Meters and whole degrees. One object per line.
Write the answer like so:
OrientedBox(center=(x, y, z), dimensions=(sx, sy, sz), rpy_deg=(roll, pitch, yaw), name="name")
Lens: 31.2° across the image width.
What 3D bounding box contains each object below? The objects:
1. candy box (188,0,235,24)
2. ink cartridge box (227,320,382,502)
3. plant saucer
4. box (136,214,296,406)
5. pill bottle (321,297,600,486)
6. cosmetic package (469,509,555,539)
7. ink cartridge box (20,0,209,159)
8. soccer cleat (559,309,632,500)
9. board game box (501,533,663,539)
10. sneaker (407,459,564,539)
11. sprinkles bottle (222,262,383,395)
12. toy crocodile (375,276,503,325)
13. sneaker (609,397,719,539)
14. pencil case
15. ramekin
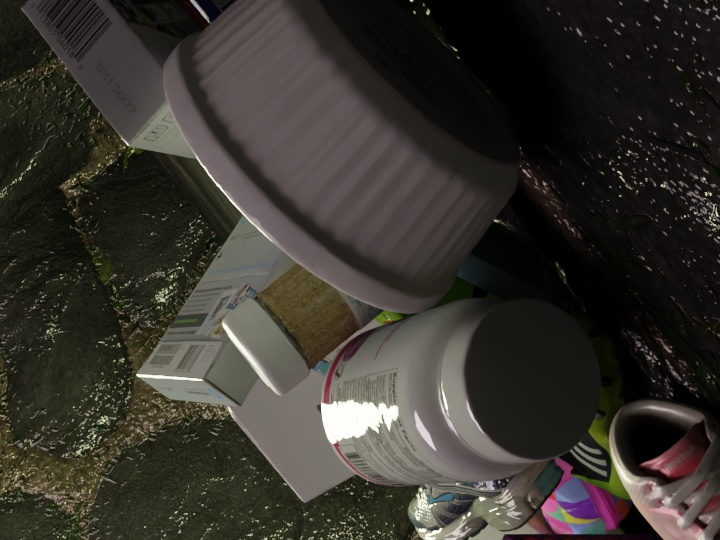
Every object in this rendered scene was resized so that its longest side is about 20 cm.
OrientedBox(center=(-0.086, -0.175, 0.918), dimensions=(0.200, 0.077, 0.169), rpy_deg=(52, 168, 4), name="candy box")
OrientedBox(center=(-0.007, 0.064, 1.104), dimensions=(0.146, 0.199, 0.147), rpy_deg=(55, -168, -23), name="ink cartridge box")
OrientedBox(center=(0.040, -0.034, 0.821), dimensions=(0.199, 0.019, 0.070), rpy_deg=(28, -149, -15), name="plant saucer")
OrientedBox(center=(-0.087, 0.013, 1.034), dimensions=(0.041, 0.201, 0.156), rpy_deg=(38, 160, -21), name="box")
OrientedBox(center=(0.061, 0.080, 0.833), dimensions=(0.114, 0.113, 0.200), rpy_deg=(53, 154, -7), name="pill bottle")
OrientedBox(center=(0.188, 0.306, 1.187), dimensions=(0.199, 0.123, 0.200), rpy_deg=(28, -177, -42), name="cosmetic package")
OrientedBox(center=(-0.107, -0.122, 0.796), dimensions=(0.109, 0.050, 0.200), rpy_deg=(51, -163, 15), name="ink cartridge box")
OrientedBox(center=(0.153, 0.099, 0.903), dimensions=(0.081, 0.068, 0.200), rpy_deg=(7, 145, 34), name="soccer cleat")
OrientedBox(center=(0.207, 0.238, 0.961), dimensions=(0.199, 0.032, 0.120), rpy_deg=(9, -167, -40), name="board game box")
OrientedBox(center=(0.081, 0.155, 1.006), dimensions=(0.086, 0.078, 0.200), rpy_deg=(48, 150, 0), name="sneaker")
OrientedBox(center=(0.000, 0.000, 0.899), dimensions=(0.068, 0.200, 0.068), rpy_deg=(50, 172, 10), name="sprinkles bottle")
OrientedBox(center=(0.069, 0.028, 0.958), dimensions=(0.199, 0.068, 0.062), rpy_deg=(26, 159, 4), name="toy crocodile")
OrientedBox(center=(0.220, 0.155, 0.782), dimensions=(0.200, 0.075, 0.105), rpy_deg=(51, 179, 40), name="sneaker")
OrientedBox(center=(0.163, 0.146, 1.057), dimensions=(0.088, 0.088, 0.200), rpy_deg=(43, 170, 46), name="pencil case")
OrientedBox(center=(-0.001, -0.081, 0.698), dimensions=(0.202, 0.094, 0.203), rpy_deg=(37, -157, -19), name="ramekin")
